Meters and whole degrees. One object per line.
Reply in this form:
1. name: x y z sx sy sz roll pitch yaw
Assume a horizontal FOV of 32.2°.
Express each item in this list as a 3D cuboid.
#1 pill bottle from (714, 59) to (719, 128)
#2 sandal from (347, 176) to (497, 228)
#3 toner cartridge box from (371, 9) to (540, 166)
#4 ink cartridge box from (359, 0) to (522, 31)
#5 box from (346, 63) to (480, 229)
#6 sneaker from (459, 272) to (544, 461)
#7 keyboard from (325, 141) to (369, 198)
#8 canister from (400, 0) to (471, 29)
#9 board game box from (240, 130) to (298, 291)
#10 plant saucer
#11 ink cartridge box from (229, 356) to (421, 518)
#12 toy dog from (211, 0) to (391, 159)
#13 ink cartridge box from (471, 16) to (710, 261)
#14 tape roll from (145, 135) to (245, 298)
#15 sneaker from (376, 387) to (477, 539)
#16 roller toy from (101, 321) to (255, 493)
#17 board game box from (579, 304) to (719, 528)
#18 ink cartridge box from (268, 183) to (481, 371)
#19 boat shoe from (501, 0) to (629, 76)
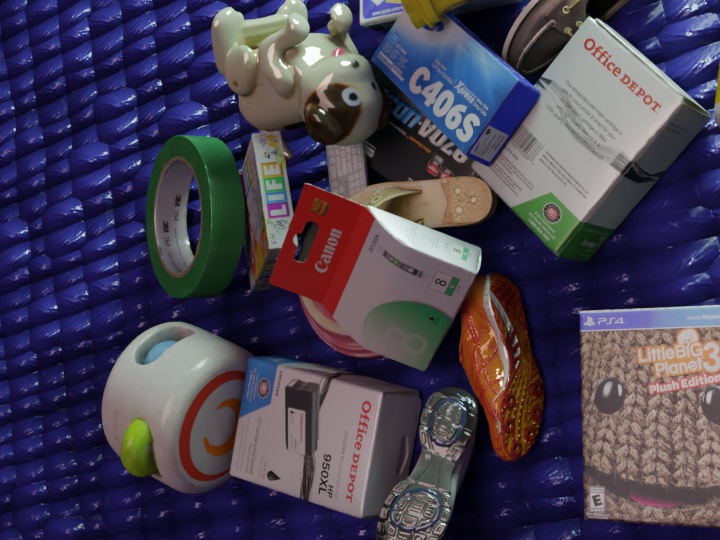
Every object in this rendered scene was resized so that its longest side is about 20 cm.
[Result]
1. pill bottle: 0.387 -0.181 1.153 0.111 0.111 0.202 7 89 35
2. sandal: 0.039 -0.063 1.343 0.210 0.070 0.078 -12 86 26
3. toner cartridge box: 0.097 -0.207 1.324 0.095 0.043 0.200 -53 48 16
4. ink cartridge box: 0.088 -0.390 1.425 0.197 0.043 0.202 -4 85 34
5. box: 0.081 -0.166 1.406 0.200 0.046 0.160 40 108 32
6. sneaker: 0.146 0.105 1.332 0.077 0.073 0.202 -26 63 47
7. keyboard: -0.018 -0.143 1.439 0.056 0.011 0.202 -15 73 35
8. canister: 0.126 -0.354 1.301 0.199 0.087 0.149 -22 49 13
9. board game box: -0.112 -0.064 1.463 0.200 0.034 0.136 125 137 -72
10. plant saucer: 0.000 0.000 1.445 0.199 0.051 0.203 -4 84 34
11. ink cartridge box: -0.042 0.188 1.435 0.199 0.084 0.146 11 92 35
12. toy dog: -0.061 -0.204 1.394 0.199 0.139 0.196 26 115 42
13. ink cartridge box: 0.234 -0.132 1.273 0.200 0.083 0.147 -51 59 21
14. tape roll: -0.209 -0.067 1.557 0.200 0.048 0.203 4 95 57
15. sneaker: 0.081 0.228 1.322 0.074 0.087 0.201 21 78 22
16. roller toy: -0.212 0.162 1.500 0.139 0.200 0.184 20 84 35
17. board game box: 0.302 0.138 1.190 0.158 0.097 0.202 -5 83 34
18. ink cartridge box: 0.009 0.010 1.327 0.198 0.050 0.162 19 132 -5
19. boat shoe: 0.232 -0.275 1.296 0.202 0.072 0.060 -45 58 19
